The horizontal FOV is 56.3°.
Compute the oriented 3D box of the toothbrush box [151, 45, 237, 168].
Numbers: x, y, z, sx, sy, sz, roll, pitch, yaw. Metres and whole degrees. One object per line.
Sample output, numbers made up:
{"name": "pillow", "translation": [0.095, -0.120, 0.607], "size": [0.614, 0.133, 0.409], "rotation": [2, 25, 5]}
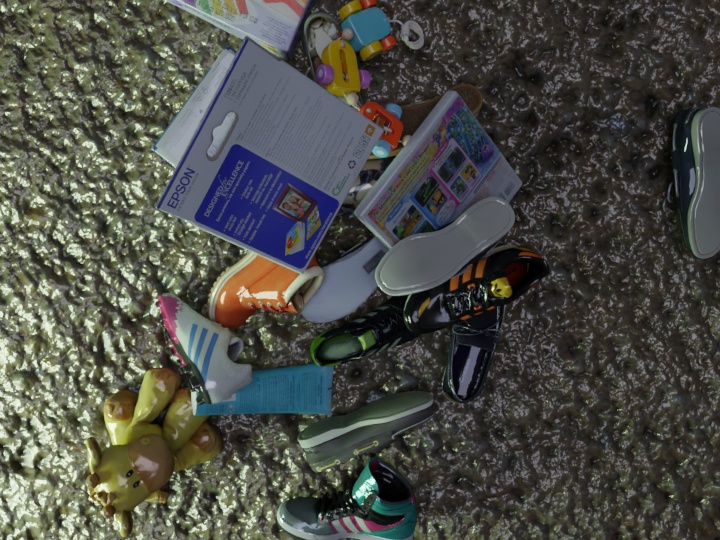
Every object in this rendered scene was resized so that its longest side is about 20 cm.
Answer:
{"name": "toothbrush box", "translation": [-0.160, -0.176, 0.842], "size": [0.085, 0.200, 0.147], "rotation": [37, 93, -5]}

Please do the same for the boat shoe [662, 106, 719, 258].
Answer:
{"name": "boat shoe", "translation": [0.456, -0.119, 0.919], "size": [0.074, 0.062, 0.203], "rotation": [-15, 104, -15]}

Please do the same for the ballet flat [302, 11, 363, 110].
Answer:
{"name": "ballet flat", "translation": [-0.034, -0.245, 0.905], "size": [0.067, 0.064, 0.203], "rotation": [-18, 95, -2]}

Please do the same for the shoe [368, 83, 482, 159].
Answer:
{"name": "shoe", "translation": [0.070, -0.190, 0.903], "size": [0.198, 0.053, 0.071], "rotation": [-19, 76, -6]}

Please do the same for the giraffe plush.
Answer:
{"name": "giraffe plush", "translation": [-0.294, 0.247, 0.892], "size": [0.172, 0.162, 0.201], "rotation": [40, 93, -4]}

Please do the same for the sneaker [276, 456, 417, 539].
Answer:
{"name": "sneaker", "translation": [-0.011, 0.313, 0.925], "size": [0.197, 0.084, 0.122], "rotation": [7, 116, -8]}

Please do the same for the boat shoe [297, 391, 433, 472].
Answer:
{"name": "boat shoe", "translation": [0.014, 0.226, 0.943], "size": [0.199, 0.072, 0.061], "rotation": [-20, 99, 8]}

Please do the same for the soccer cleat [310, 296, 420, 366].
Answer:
{"name": "soccer cleat", "translation": [0.024, 0.085, 0.923], "size": [0.198, 0.081, 0.068], "rotation": [-24, 95, 1]}

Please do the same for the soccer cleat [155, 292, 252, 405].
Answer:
{"name": "soccer cleat", "translation": [-0.208, 0.096, 0.899], "size": [0.086, 0.200, 0.070], "rotation": [-22, 138, -22]}

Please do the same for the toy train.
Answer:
{"name": "toy train", "translation": [0.010, -0.246, 0.861], "size": [0.149, 0.055, 0.202], "rotation": [26, 65, -28]}

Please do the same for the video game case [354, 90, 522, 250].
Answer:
{"name": "video game case", "translation": [0.108, -0.096, 0.881], "size": [0.201, 0.024, 0.182], "rotation": [-52, 125, -6]}

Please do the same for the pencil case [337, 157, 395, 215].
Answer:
{"name": "pencil case", "translation": [-0.014, -0.107, 0.911], "size": [0.197, 0.090, 0.079], "rotation": [-5, 66, -1]}

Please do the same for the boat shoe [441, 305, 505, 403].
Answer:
{"name": "boat shoe", "translation": [0.160, 0.090, 0.935], "size": [0.074, 0.062, 0.203], "rotation": [14, 92, -1]}

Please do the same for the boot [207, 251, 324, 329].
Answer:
{"name": "boot", "translation": [-0.126, 0.031, 0.886], "size": [0.200, 0.075, 0.108], "rotation": [-47, 67, 28]}

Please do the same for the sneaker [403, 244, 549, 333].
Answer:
{"name": "sneaker", "translation": [0.149, 0.022, 0.863], "size": [0.198, 0.090, 0.071], "rotation": [-25, 101, -14]}

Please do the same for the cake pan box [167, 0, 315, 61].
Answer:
{"name": "cake pan box", "translation": [-0.147, -0.412, 0.898], "size": [0.198, 0.052, 0.186], "rotation": [26, 92, -3]}

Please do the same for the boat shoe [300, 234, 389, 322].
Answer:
{"name": "boat shoe", "translation": [-0.002, -0.002, 0.923], "size": [0.199, 0.068, 0.074], "rotation": [-44, 91, -4]}

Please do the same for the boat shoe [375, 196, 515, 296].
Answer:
{"name": "boat shoe", "translation": [0.105, -0.024, 0.853], "size": [0.199, 0.060, 0.074], "rotation": [-34, 75, -13]}

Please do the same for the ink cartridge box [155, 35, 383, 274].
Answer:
{"name": "ink cartridge box", "translation": [-0.098, -0.120, 0.747], "size": [0.199, 0.047, 0.199], "rotation": [26, 99, -35]}

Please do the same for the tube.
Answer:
{"name": "tube", "translation": [-0.131, 0.167, 0.931], "size": [0.197, 0.050, 0.079], "rotation": [1, 100, -21]}
